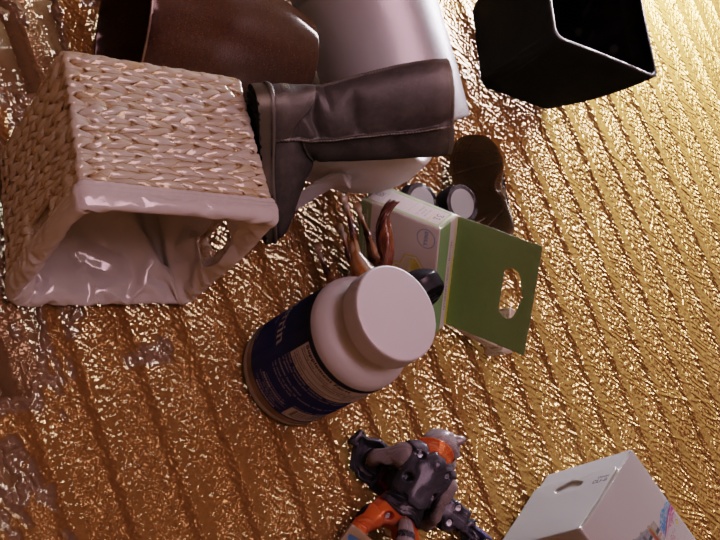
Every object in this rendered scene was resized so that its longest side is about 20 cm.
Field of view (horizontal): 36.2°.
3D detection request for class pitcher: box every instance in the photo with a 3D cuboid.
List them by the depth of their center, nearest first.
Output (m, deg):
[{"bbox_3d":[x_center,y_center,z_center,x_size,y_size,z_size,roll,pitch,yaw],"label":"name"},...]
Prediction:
[{"bbox_3d":[-0.029,-0.120,1.174,0.122,0.198,0.173,53,42,-41],"label":"pitcher"}]

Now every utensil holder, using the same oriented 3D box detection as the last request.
[{"bbox_3d":[0.025,-0.253,1.294,0.169,0.169,0.202,-23,98,-42],"label":"utensil holder"}]

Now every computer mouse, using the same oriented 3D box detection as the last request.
[{"bbox_3d":[0.042,0.049,1.173,0.058,0.200,0.034,-30,73,-26],"label":"computer mouse"}]

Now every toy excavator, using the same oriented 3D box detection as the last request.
[{"bbox_3d":[0.101,0.005,1.314,0.193,0.099,0.203,-2,83,-37],"label":"toy excavator"}]

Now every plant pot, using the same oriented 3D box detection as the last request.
[{"bbox_3d":[-0.150,-0.232,1.128,0.198,0.187,0.189,6,66,-30],"label":"plant pot"},{"bbox_3d":[0.269,-0.339,1.541,0.198,0.177,0.202,11,63,-33],"label":"plant pot"}]

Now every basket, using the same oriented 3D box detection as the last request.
[{"bbox_3d":[-0.216,-0.076,1.019,0.198,0.198,0.162,1,65,-37],"label":"basket"}]

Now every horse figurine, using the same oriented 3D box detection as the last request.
[{"bbox_3d":[0.000,0.000,1.168,0.049,0.200,0.134,-14,74,-22],"label":"horse figurine"}]

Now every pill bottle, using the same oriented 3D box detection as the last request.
[{"bbox_3d":[-0.022,0.075,1.096,0.115,0.199,0.117,17,59,-32],"label":"pill bottle"}]

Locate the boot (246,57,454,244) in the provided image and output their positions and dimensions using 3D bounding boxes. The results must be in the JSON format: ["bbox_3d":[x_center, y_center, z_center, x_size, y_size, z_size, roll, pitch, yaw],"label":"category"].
[{"bbox_3d":[-0.008,-0.115,1.075,0.198,0.183,0.073,-9,38,-19],"label":"boot"}]

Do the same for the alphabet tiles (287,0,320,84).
[{"bbox_3d":[-0.049,-0.317,1.386,0.195,0.015,0.201,40,50,-17],"label":"alphabet tiles"}]

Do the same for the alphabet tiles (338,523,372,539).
[{"bbox_3d":[-0.008,0.369,1.038,0.167,0.008,0.201,41,76,-16],"label":"alphabet tiles"}]

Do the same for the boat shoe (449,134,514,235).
[{"bbox_3d":[0.153,-0.091,1.410,0.072,0.065,0.201,-4,48,1],"label":"boat shoe"}]

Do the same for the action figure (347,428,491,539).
[{"bbox_3d":[0.069,0.257,1.150,0.199,0.104,0.195,32,64,-16],"label":"action figure"}]

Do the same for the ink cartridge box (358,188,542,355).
[{"bbox_3d":[0.089,0.008,1.192,0.199,0.147,0.048,24,38,28],"label":"ink cartridge box"}]

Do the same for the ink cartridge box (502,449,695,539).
[{"bbox_3d":[0.284,0.337,1.255,0.201,0.145,0.144,54,48,-4],"label":"ink cartridge box"}]

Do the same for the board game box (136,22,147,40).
[{"bbox_3d":[-0.182,-0.255,1.240,0.201,0.028,0.135,54,47,-5],"label":"board game box"}]
